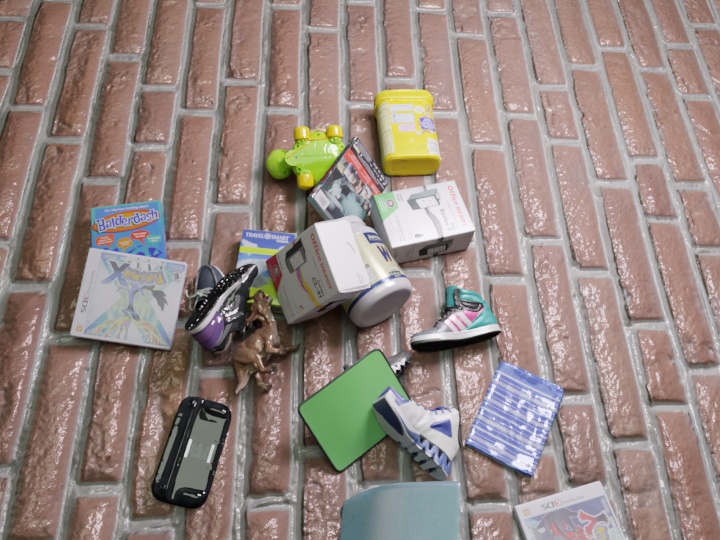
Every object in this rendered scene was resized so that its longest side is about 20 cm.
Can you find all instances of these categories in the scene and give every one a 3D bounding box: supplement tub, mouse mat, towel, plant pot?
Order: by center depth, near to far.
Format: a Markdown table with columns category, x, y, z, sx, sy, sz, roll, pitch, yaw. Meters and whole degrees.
| category | x | y | z | sx | sy | sz | roll | pitch | yaw |
| --- | --- | --- | --- | --- | --- | --- | --- | --- | --- |
| plant pot | 0.064 | 0.468 | 1.157 | 0.199 | 0.197 | 0.197 | 2 | 60 | 7 |
| mouse mat | -0.004 | 0.264 | 1.305 | 0.200 | 0.008 | 0.161 | -35 | 104 | -18 |
| towel | 0.311 | 0.290 | 1.368 | 0.144 | 0.024 | 0.200 | 26 | 62 | 10 |
| supplement tub | 0.000 | 0.000 | 1.433 | 0.144 | 0.145 | 0.200 | -26 | 66 | -18 |

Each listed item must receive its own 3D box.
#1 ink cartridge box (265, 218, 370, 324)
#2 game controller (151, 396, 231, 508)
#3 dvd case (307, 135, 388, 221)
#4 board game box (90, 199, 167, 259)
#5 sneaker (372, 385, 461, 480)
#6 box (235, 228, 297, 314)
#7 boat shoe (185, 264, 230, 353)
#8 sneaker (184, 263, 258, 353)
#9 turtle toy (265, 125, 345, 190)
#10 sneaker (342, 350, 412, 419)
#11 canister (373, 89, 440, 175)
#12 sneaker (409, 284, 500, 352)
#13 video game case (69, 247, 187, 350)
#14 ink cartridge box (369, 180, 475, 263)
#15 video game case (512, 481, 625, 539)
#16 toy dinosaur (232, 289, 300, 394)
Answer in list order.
| category | x | y | z | sx | sy | sz | roll | pitch | yaw |
| --- | --- | --- | --- | --- | --- | --- | --- | --- | --- |
| ink cartridge box | -0.088 | 0.004 | 1.360 | 0.085 | 0.200 | 0.148 | -12 | 77 | -39 |
| game controller | -0.313 | 0.336 | 1.283 | 0.104 | 0.042 | 0.201 | 19 | 60 | -11 |
| dvd case | -0.024 | -0.182 | 1.549 | 0.022 | 0.146 | 0.200 | -1 | 48 | 45 |
| board game box | -0.495 | -0.051 | 1.475 | 0.151 | 0.045 | 0.201 | -9 | 61 | -10 |
| sneaker | 0.121 | 0.289 | 1.314 | 0.200 | 0.081 | 0.115 | 49 | 56 | -2 |
| box | -0.204 | -0.009 | 1.477 | 0.121 | 0.048 | 0.201 | 5 | 61 | -2 |
| boat shoe | -0.313 | 0.072 | 1.404 | 0.075 | 0.062 | 0.201 | -19 | 62 | 21 |
| sneaker | -0.257 | 0.075 | 1.357 | 0.088 | 0.076 | 0.200 | 54 | 52 | -25 |
| turtle toy | -0.119 | -0.253 | 1.588 | 0.199 | 0.101 | 0.147 | -4 | 87 | -8 |
| sneaker | 0.012 | 0.207 | 1.362 | 0.200 | 0.067 | 0.091 | -37 | 72 | -20 |
| canister | 0.113 | -0.333 | 1.667 | 0.148 | 0.087 | 0.201 | -2 | 62 | -6 |
| sneaker | 0.185 | 0.094 | 1.430 | 0.199 | 0.084 | 0.121 | -8 | 66 | -18 |
| video game case | -0.467 | 0.058 | 1.393 | 0.199 | 0.022 | 0.183 | 9 | 77 | -6 |
| ink cartridge box | 0.137 | -0.109 | 1.542 | 0.199 | 0.084 | 0.147 | -12 | 63 | -12 |
| video game case | 0.398 | 0.507 | 1.253 | 0.181 | 0.023 | 0.201 | -12 | 63 | -12 |
| toy dinosaur | -0.211 | 0.153 | 1.366 | 0.135 | 0.086 | 0.200 | 29 | 68 | 12 |
